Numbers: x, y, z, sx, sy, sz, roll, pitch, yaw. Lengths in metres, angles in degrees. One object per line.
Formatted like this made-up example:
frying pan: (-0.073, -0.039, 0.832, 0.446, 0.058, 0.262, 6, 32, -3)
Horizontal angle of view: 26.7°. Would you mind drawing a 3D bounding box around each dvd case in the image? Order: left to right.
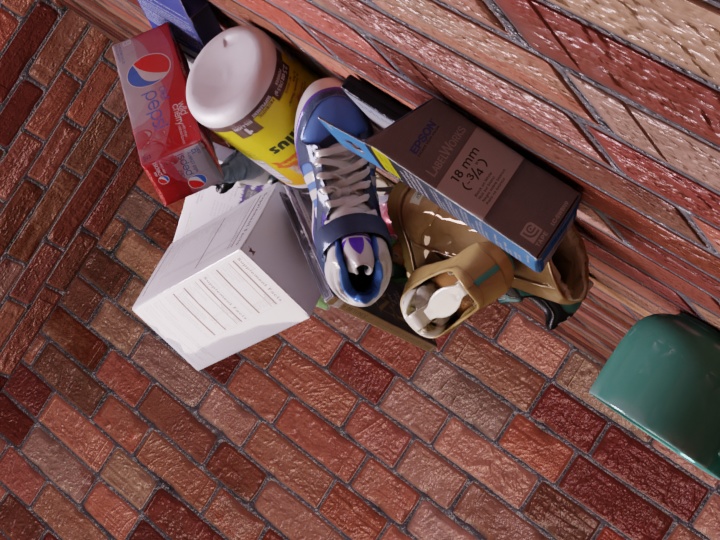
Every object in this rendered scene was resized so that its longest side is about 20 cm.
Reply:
dvd case: (0.000, 0.000, 1.610, 0.199, 0.016, 0.150, 27, -148, -50)
dvd case: (0.066, -0.113, 1.413, 0.142, 0.018, 0.200, 35, 180, 18)

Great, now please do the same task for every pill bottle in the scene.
pill bottle: (-0.077, -0.155, 1.534, 0.109, 0.110, 0.200, 33, 180, 42)

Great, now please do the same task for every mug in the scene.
mug: (0.326, 0.120, 1.454, 0.184, 0.115, 0.152, 33, 179, 11)

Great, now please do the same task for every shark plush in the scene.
shark plush: (-0.119, -0.137, 1.626, 0.090, 0.199, 0.084, 14, 125, 42)

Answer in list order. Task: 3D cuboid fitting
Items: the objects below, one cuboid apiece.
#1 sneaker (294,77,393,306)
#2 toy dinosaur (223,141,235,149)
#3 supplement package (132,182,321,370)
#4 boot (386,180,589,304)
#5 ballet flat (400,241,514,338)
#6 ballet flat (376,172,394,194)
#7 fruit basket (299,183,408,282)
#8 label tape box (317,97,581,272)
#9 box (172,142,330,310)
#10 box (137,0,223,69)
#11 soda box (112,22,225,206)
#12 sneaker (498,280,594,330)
sneaker: (-0.008, -0.065, 1.430, 0.080, 0.202, 0.147, -10, -148, -11)
toy dinosaur: (-0.080, -0.133, 1.798, 0.180, 0.201, 0.106, 2, 132, 33)
supplement package: (-0.134, 0.010, 1.651, 0.110, 0.114, 0.199, 44, 137, -20)
boot: (0.128, -0.001, 1.425, 0.199, 0.066, 0.176, 18, 151, 41)
ballet flat: (0.072, 0.026, 1.407, 0.069, 0.063, 0.200, 50, 151, 2)
ballet flat: (0.060, -0.090, 2.298, 0.199, 0.071, 0.065, 30, 165, 16)
fruit basket: (0.062, -0.039, 1.582, 0.184, 0.095, 0.199, -2, 162, 39)
label tape box: (0.074, -0.081, 1.191, 0.199, 0.064, 0.144, 34, 180, 8)
box: (-0.105, -0.050, 1.722, 0.198, 0.145, 0.036, 21, -145, -1)
box: (-0.183, -0.249, 1.632, 0.121, 0.032, 0.201, 34, 160, 39)
soda box: (-0.200, -0.163, 1.554, 0.064, 0.069, 0.201, 66, -178, -47)
sneaker: (0.162, -0.009, 1.697, 0.199, 0.080, 0.071, 34, 180, -6)
